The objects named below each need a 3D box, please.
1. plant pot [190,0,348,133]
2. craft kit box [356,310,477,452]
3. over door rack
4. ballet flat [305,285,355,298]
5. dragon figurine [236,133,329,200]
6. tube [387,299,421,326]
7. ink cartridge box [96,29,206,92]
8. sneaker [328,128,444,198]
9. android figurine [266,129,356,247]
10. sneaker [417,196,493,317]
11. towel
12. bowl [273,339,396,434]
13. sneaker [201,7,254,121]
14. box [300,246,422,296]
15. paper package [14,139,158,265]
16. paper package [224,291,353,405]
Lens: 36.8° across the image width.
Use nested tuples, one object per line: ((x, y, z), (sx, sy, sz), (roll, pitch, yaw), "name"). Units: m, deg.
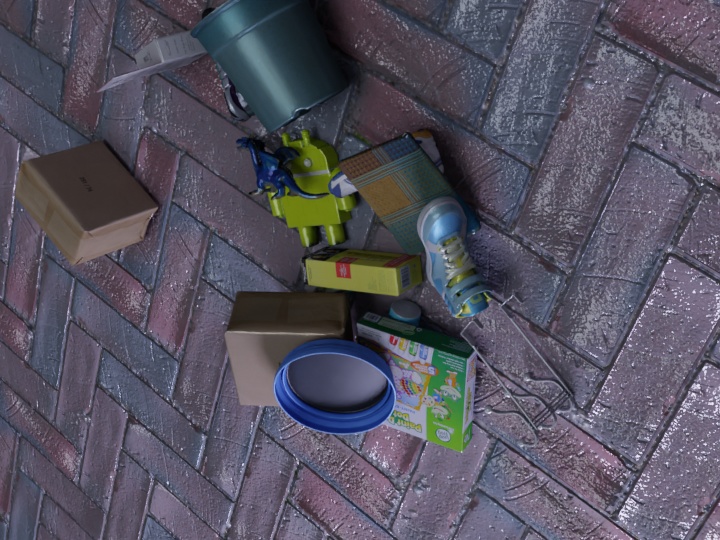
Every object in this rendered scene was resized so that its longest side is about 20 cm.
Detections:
((-0.130, -0.334, 1.689), (0.200, 0.200, 0.196), (-25, 98, 42), "plant pot")
((0.089, 0.182, 1.769), (0.199, 0.049, 0.198), (16, 130, 24), "craft kit box")
((0.228, 0.149, 1.612), (0.067, 0.148, 0.200), (-29, 88, 37), "over door rack")
((-0.081, 0.061, 1.890), (0.200, 0.069, 0.071), (-49, 56, 41), "ballet flat")
((-0.136, -0.170, 1.780), (0.200, 0.059, 0.100), (16, 111, 46), "dragon figurine")
((0.056, 0.142, 1.819), (0.077, 0.050, 0.200), (34, 129, 27), "tube")
((-0.352, -0.353, 1.814), (0.200, 0.176, 0.045), (7, 116, 68), "ink cartridge box")
((0.038, -0.142, 1.687), (0.200, 0.075, 0.088), (-24, 97, 34), "sneaker")
((-0.085, -0.138, 1.823), (0.182, 0.041, 0.201), (0, 109, 39), "android figurine")
((0.147, -0.010, 1.600), (0.131, 0.079, 0.200), (60, 172, 38), "sneaker")
((0.076, -0.115, 1.646), (0.146, 0.022, 0.200), (-18, 124, 37), "towel")
((-0.040, 0.188, 1.755), (0.200, 0.039, 0.201), (4, 133, 5), "bowl")
((-0.200, -0.356, 1.827), (0.087, 0.074, 0.201), (-19, 89, 11), "sneaker")
((0.000, 0.000, 1.786), (0.200, 0.075, 0.050), (7, 112, 38), "box")
((-0.526, -0.135, 2.083), (0.200, 0.190, 0.104), (48, 133, 15), "paper package")
((-0.113, 0.135, 1.825), (0.199, 0.104, 0.191), (1, 131, 7), "paper package")
